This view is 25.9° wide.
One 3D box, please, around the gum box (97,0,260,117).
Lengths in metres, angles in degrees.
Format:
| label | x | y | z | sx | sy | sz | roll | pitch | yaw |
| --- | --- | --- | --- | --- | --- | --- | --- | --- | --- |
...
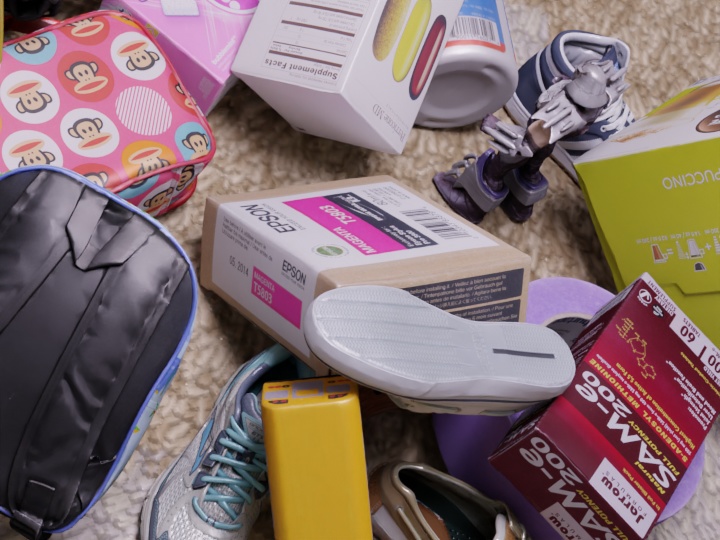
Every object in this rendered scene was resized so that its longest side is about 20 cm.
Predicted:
| label | x | y | z | sx | sy | sz | roll | pitch | yaw |
| --- | --- | --- | --- | --- | --- | --- | --- | --- | --- |
| gum box | -0.115 | -0.226 | 1.269 | 0.113 | 0.066 | 0.201 | 38 | 52 | -4 |

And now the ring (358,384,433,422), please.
| label | x | y | z | sx | sy | sz | roll | pitch | yaw |
| --- | --- | --- | --- | --- | --- | --- | --- | --- | --- |
| ring | 0.041 | 0.165 | 1.152 | 0.198 | 0.019 | 0.203 | 13 | 57 | -21 |

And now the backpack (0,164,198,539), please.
| label | x | y | z | sx | sy | sz | roll | pitch | yaw |
| --- | --- | --- | --- | --- | --- | --- | --- | --- | --- |
| backpack | -0.205 | 0.040 | 0.994 | 0.182 | 0.147 | 0.201 | 33 | 85 | -6 |

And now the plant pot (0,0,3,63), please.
| label | x | y | z | sx | sy | sz | roll | pitch | yaw |
| --- | --- | --- | --- | --- | --- | --- | --- | --- | --- |
| plant pot | -0.347 | -0.273 | 1.071 | 0.198 | 0.178 | 0.201 | 0 | 38 | -26 |

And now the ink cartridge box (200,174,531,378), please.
| label | x | y | z | sx | sy | sz | roll | pitch | yaw |
| --- | --- | --- | --- | --- | --- | --- | --- | --- | --- |
| ink cartridge box | 0.000 | 0.000 | 1.124 | 0.163 | 0.076 | 0.200 | -8 | 24 | -31 |

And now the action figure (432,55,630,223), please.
| label | x | y | z | sx | sy | sz | roll | pitch | yaw |
| --- | --- | --- | --- | --- | --- | --- | --- | --- | --- |
| action figure | 0.139 | -0.109 | 1.245 | 0.129 | 0.200 | 0.070 | -22 | 73 | -35 |

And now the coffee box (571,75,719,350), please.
| label | x | y | z | sx | sy | sz | roll | pitch | yaw |
| --- | --- | --- | --- | --- | --- | --- | --- | --- | --- |
| coffee box | 0.328 | -0.045 | 1.266 | 0.197 | 0.199 | 0.202 | -30 | 104 | -36 |

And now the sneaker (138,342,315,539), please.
| label | x | y | z | sx | sy | sz | roll | pitch | yaw |
| --- | --- | --- | --- | --- | --- | --- | --- | --- | --- |
| sneaker | -0.087 | 0.126 | 1.067 | 0.077 | 0.086 | 0.201 | 29 | 53 | -7 |

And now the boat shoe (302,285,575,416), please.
| label | x | y | z | sx | sy | sz | roll | pitch | yaw |
| --- | --- | --- | --- | --- | --- | --- | --- | --- | --- |
| boat shoe | 0.045 | 0.065 | 1.010 | 0.198 | 0.067 | 0.074 | 14 | 48 | -26 |

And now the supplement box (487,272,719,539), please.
| label | x | y | z | sx | sy | sz | roll | pitch | yaw |
| --- | --- | --- | --- | --- | --- | --- | --- | --- | --- |
| supplement box | 0.184 | 0.102 | 1.107 | 0.109 | 0.061 | 0.200 | 45 | 46 | -2 |

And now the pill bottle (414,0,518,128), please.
| label | x | y | z | sx | sy | sz | roll | pitch | yaw |
| --- | --- | --- | --- | --- | --- | --- | --- | --- | --- |
| pill bottle | 0.065 | -0.234 | 1.337 | 0.111 | 0.112 | 0.202 | 5 | 60 | -24 |

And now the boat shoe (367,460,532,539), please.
| label | x | y | z | sx | sy | sz | roll | pitch | yaw |
| --- | --- | --- | --- | --- | --- | --- | --- | --- | --- |
| boat shoe | 0.085 | 0.202 | 1.098 | 0.199 | 0.068 | 0.075 | 31 | 53 | -9 |

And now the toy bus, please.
| label | x | y | z | sx | sy | sz | roll | pitch | yaw |
| --- | --- | --- | --- | --- | --- | --- | --- | --- | --- |
| toy bus | -0.023 | 0.170 | 1.014 | 0.064 | 0.078 | 0.203 | -6 | 103 | -1 |

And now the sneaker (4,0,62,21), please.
| label | x | y | z | sx | sy | sz | roll | pitch | yaw |
| --- | --- | --- | --- | --- | --- | --- | --- | --- | --- |
| sneaker | -0.246 | -0.228 | 1.150 | 0.075 | 0.200 | 0.092 | 1 | 95 | -12 |

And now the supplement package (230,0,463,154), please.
| label | x | y | z | sx | sy | sz | roll | pitch | yaw |
| --- | --- | --- | --- | --- | --- | --- | --- | --- | --- |
| supplement package | 0.003 | -0.211 | 1.225 | 0.114 | 0.109 | 0.202 | 37 | 72 | -56 |

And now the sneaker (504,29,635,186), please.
| label | x | y | z | sx | sy | sz | roll | pitch | yaw |
| --- | --- | --- | --- | --- | --- | --- | --- | --- | --- |
| sneaker | 0.222 | -0.123 | 1.353 | 0.199 | 0.109 | 0.070 | 40 | 53 | -1 |

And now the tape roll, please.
| label | x | y | z | sx | sy | sz | roll | pitch | yaw |
| --- | --- | --- | --- | --- | --- | --- | --- | --- | --- |
| tape roll | 0.158 | 0.112 | 1.183 | 0.198 | 0.085 | 0.202 | 19 | 52 | -26 |

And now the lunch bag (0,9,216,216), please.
| label | x | y | z | sx | sy | sz | roll | pitch | yaw |
| --- | --- | --- | --- | --- | --- | --- | --- | --- | --- |
| lunch bag | -0.222 | -0.108 | 1.138 | 0.199 | 0.082 | 0.177 | -25 | 75 | -34 |
